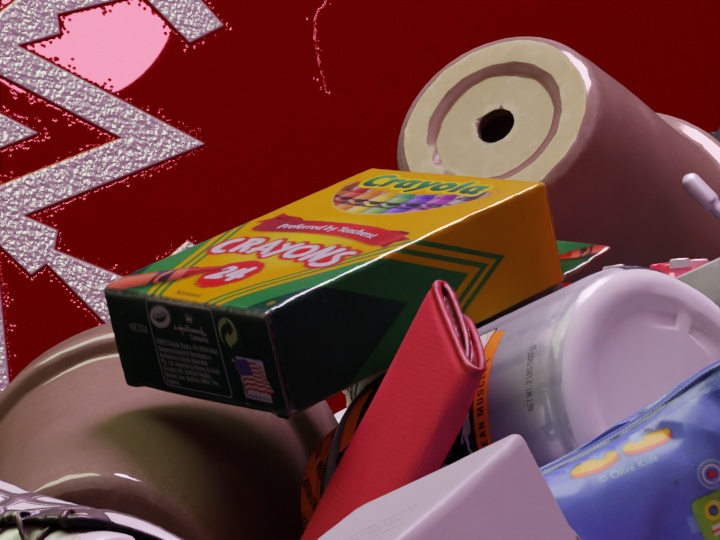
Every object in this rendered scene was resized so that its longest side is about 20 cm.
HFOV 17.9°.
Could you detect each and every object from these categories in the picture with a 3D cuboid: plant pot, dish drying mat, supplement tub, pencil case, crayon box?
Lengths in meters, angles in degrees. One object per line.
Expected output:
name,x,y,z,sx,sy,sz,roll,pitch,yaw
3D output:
plant pot,-0.104,0.133,1.072,0.200,0.201,0.175,-28,6,7
dish drying mat,0.000,0.105,0.929,0.201,0.018,0.077,-63,19,21
supplement tub,0.068,0.083,0.975,0.122,0.123,0.200,-28,-1,-41
pencil case,0.075,0.098,0.784,0.199,0.087,0.078,-27,21,8
crayon box,0.000,0.000,1.042,0.199,0.051,0.127,-25,20,-36
plant pot,0.105,-0.032,1.220,0.200,0.201,0.175,-28,-42,10

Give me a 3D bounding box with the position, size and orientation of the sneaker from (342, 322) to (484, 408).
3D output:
sneaker,0.012,0.028,1.149,0.074,0.088,0.200,-30,3,-9

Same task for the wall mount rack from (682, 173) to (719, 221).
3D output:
wall mount rack,0.271,-0.026,1.156,0.173,0.075,0.200,12,31,44

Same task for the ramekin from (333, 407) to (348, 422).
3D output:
ramekin,-0.006,0.137,1.296,0.200,0.098,0.200,-29,0,0

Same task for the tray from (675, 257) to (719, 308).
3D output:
tray,0.183,0.037,0.959,0.200,0.107,0.022,-29,23,49

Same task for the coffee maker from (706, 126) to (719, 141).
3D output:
coffee maker,0.174,0.007,1.362,0.200,0.135,0.192,-36,-13,-11

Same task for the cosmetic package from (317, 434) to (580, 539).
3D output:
cosmetic package,0.008,0.129,0.650,0.074,0.102,0.200,-27,0,26

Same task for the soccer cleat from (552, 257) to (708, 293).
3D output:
soccer cleat,0.165,0.030,1.022,0.199,0.077,0.067,-10,-4,33

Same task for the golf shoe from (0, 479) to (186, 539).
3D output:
golf shoe,-0.135,0.117,0.921,0.199,0.078,0.095,11,-21,-1
